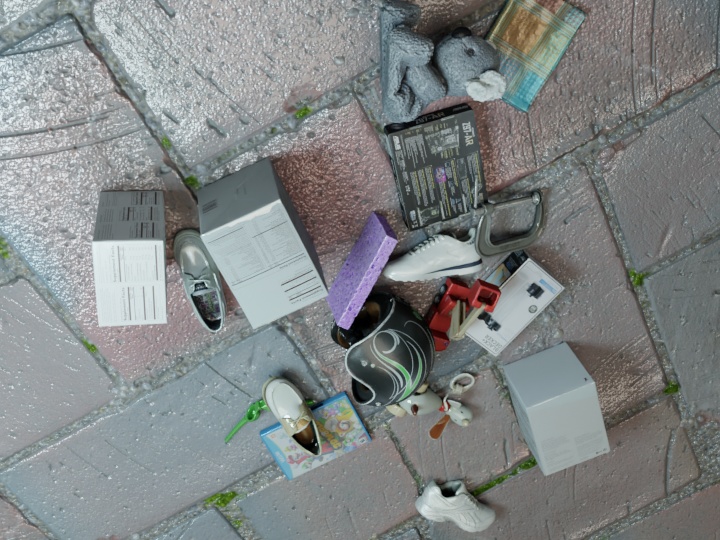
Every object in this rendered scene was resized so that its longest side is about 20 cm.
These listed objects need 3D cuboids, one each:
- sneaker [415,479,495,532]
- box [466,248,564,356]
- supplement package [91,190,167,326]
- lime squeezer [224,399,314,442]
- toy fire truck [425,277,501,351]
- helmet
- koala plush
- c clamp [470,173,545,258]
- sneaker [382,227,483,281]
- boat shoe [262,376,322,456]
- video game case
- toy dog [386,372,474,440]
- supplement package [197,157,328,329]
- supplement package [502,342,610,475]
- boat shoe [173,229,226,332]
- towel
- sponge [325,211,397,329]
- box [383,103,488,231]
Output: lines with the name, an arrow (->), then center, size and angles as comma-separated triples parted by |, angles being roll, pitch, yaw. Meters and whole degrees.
sneaker -> 0.230, 0.528, 1.937 | 0.200, 0.078, 0.100 | 17, 109, -21
box -> 0.294, 0.063, 1.708 | 0.117, 0.060, 0.200 | 37, 105, -26
supplement package -> -0.382, -0.024, 1.426 | 0.111, 0.200, 0.156 | -2, 118, -12
lime squeezer -> -0.199, 0.288, 1.739 | 0.200, 0.038, 0.071 | -25, 151, 0
toy fire truck -> 0.186, 0.087, 1.650 | 0.049, 0.141, 0.200 | 19, 112, -21
helmet -> 0.047, 0.159, 1.633 | 0.200, 0.200, 0.191 | -33, 116, 6
koala plush -> 0.135, -0.333, 1.396 | 0.199, 0.178, 0.184 | -3, 128, -4
c clamp -> 0.281, -0.104, 1.604 | 0.200, 0.027, 0.171 | -9, 117, -33
sneaker -> 0.135, -0.029, 1.625 | 0.199, 0.076, 0.081 | -11, 108, -12
boat shoe -> -0.126, 0.292, 1.700 | 0.075, 0.068, 0.200 | -38, 125, -13
video game case -> -0.093, 0.351, 1.799 | 0.200, 0.018, 0.143 | -25, 121, 2
toy dog -> 0.155, 0.288, 1.776 | 0.199, 0.096, 0.132 | 4, 117, -15
supplement package -> -0.170, -0.050, 1.466 | 0.147, 0.191, 0.200 | -24, 120, 2
supplement package -> 0.414, 0.292, 1.806 | 0.151, 0.151, 0.200 | -21, 121, 0
boat shoe -> -0.285, 0.023, 1.548 | 0.070, 0.072, 0.201 | -17, 120, -4
towel -> 0.286, -0.390, 1.485 | 0.146, 0.022, 0.200 | 23, 111, -23
sponge -> 0.000, 0.000, 1.578 | 0.030, 0.112, 0.200 | 21, 111, -23
box -> 0.140, -0.185, 1.549 | 0.160, 0.044, 0.200 | -17, 120, -3
